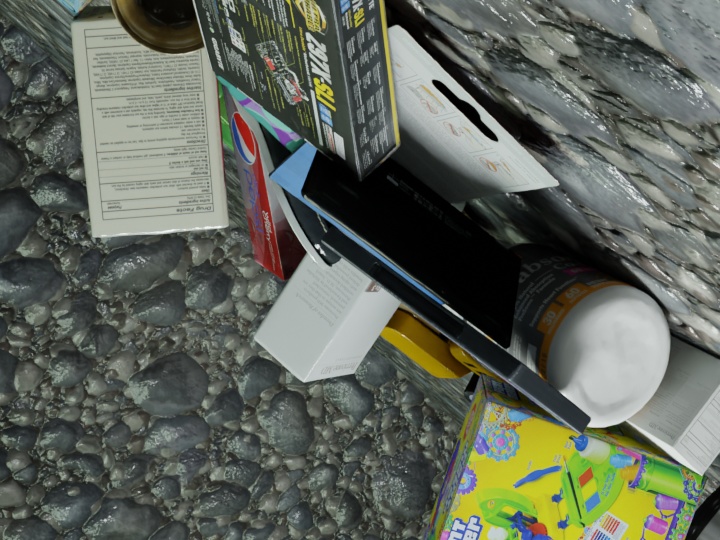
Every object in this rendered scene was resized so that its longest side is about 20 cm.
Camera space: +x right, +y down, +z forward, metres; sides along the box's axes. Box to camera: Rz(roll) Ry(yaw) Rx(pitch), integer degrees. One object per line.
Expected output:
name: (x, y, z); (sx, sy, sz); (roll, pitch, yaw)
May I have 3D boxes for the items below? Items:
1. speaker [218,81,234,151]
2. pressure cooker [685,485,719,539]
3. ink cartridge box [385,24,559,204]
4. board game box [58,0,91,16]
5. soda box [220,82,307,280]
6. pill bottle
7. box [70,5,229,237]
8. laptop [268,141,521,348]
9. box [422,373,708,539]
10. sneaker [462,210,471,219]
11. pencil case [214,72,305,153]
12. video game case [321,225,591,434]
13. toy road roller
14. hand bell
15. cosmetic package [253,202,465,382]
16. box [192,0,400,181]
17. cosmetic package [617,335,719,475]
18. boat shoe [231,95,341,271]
speaker: (-0.088, -0.142, 1.555); (0.200, 0.089, 0.088); (42, 174, -16)
pressure cooker: (0.393, 0.302, 1.423); (0.200, 0.176, 0.179); (34, 169, 34)
ink cartridge box: (0.053, -0.119, 1.123); (0.162, 0.057, 0.200); (42, 159, -16)
board game box: (-0.240, -0.294, 1.288); (0.105, 0.103, 0.200); (40, 174, -10)
soda box: (-0.074, -0.098, 1.439); (0.070, 0.063, 0.201); (31, 135, 57)
pill bottle: (0.152, 0.043, 1.285); (0.116, 0.117, 0.200); (44, 172, -33)
box: (-0.192, -0.142, 1.444); (0.109, 0.127, 0.201); (-111, 17, -73)
laptop: (0.016, -0.013, 1.196); (0.187, 0.116, 0.200); (36, -151, -11)
box: (0.160, 0.220, 1.318); (0.192, 0.201, 0.122); (19, -172, -1)
sneaker: (0.029, -0.051, 1.477); (0.200, 0.090, 0.075); (37, 174, 32)
pencil case: (-0.025, -0.130, 1.261); (0.200, 0.085, 0.092); (41, 130, -20)
video game case: (0.072, 0.044, 1.165); (0.200, 0.019, 0.143); (35, 179, 35)
toy road roller: (0.129, 0.049, 1.492); (0.200, 0.123, 0.146); (36, 163, -17)
hand bell: (-0.161, -0.251, 1.343); (0.104, 0.104, 0.200); (41, -173, -15)
cosmetic package: (0.000, 0.000, 1.398); (0.074, 0.201, 0.102); (38, -162, 21)
box: (-0.050, -0.171, 1.057); (0.159, 0.049, 0.200); (36, 158, 25)
cosmetic package: (0.235, 0.093, 1.306); (0.051, 0.083, 0.200); (44, 174, -31)
boat shoe: (-0.052, -0.099, 1.329); (0.076, 0.060, 0.201); (-41, -74, -83)
